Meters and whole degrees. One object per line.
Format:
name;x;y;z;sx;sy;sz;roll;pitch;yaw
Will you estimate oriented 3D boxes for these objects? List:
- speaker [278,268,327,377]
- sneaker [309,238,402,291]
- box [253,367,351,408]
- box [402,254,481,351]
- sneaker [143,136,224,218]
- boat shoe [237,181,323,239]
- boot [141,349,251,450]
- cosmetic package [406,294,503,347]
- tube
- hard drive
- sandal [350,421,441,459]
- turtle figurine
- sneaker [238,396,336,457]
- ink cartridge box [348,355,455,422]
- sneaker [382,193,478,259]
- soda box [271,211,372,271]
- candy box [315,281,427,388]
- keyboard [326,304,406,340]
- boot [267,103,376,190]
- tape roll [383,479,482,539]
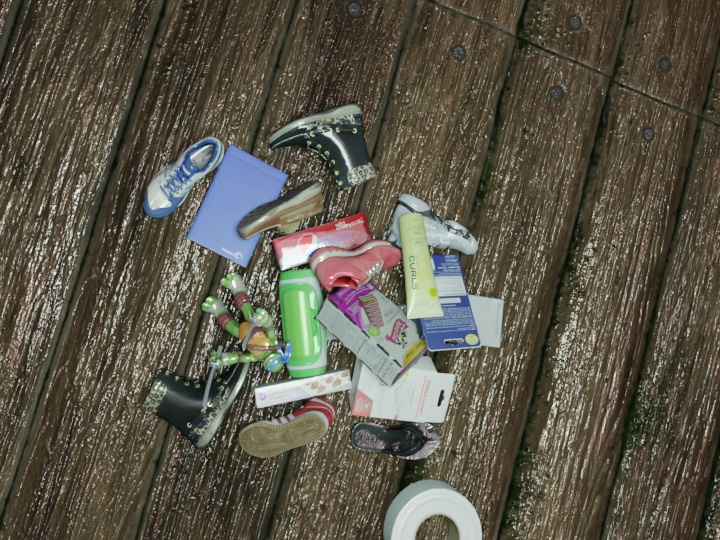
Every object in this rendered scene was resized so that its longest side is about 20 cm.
speaker;-0.114;0.102;1.336;0.086;0.088;0.207;-5;90;-12
sneaker;0.000;0.000;1.322;0.195;0.075;0.088;-9;53;-22
box;-0.115;0.234;1.355;0.194;0.041;0.040;-10;90;-13
box;0.159;0.065;1.334;0.117;0.033;0.205;-1;61;-18
sneaker;-0.343;-0.186;1.293;0.075;0.088;0.201;42;82;-9
boat shoe;-0.149;-0.104;1.327;0.197;0.075;0.073;-31;114;-23
boot;-0.310;0.217;1.298;0.151;0.073;0.207;31;81;-7
cosmetic package;0.195;0.098;1.407;0.194;0.074;0.105;7;85;-12
tube;0.113;-0.008;1.313;0.057;0.052;0.206;-13;73;23
hard drive;-0.244;-0.128;1.344;0.129;0.025;0.205;25;83;-11
sandal;0.077;0.352;1.388;0.194;0.048;0.078;4;88;-11
turtle figurine;-0.232;0.108;1.247;0.196;0.146;0.195;-18;57;-35
sneaker;-0.139;0.309;1.342;0.195;0.112;0.073;-15;94;18
ink cartridge box;0.082;0.235;1.367;0.194;0.068;0.120;9;109;-12
sneaker;0.142;-0.061;1.403;0.197;0.075;0.117;32;83;-4
soda box;-0.078;-0.057;1.355;0.195;0.070;0.065;-18;91;-12
candy box;0.029;0.112;1.310;0.199;0.062;0.136;42;36;12
keyboard;0.004;0.108;1.401;0.194;0.011;0.058;-5;94;-12
boot;-0.072;-0.233;1.354;0.198;0.073;0.158;-20;95;-11
tape roll;0.148;0.543;1.387;0.196;0.071;0.210;0;88;-13
